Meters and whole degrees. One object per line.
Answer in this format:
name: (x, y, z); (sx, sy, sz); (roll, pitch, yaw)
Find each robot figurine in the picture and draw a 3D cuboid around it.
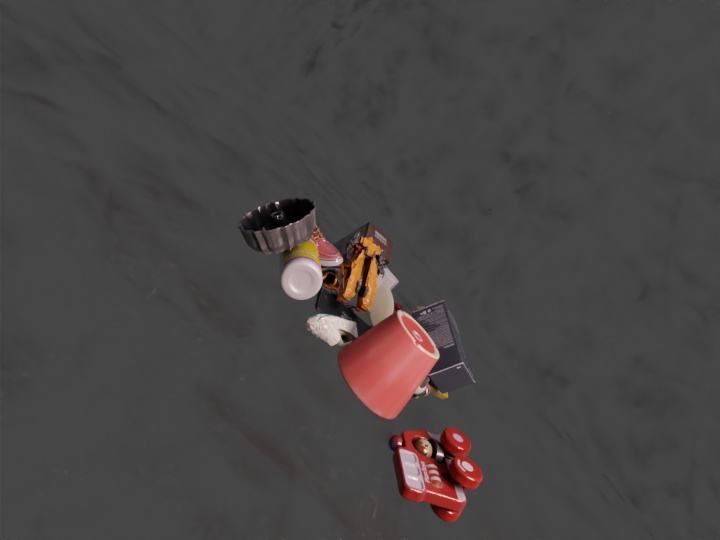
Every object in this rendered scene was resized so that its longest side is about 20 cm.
robot figurine: (0.000, 0.000, 1.418); (0.144, 0.057, 0.205); (31, 59, -33)

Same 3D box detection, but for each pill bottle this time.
pill bottle: (-0.151, -0.020, 1.306); (0.104, 0.104, 0.201); (39, 16, -25)

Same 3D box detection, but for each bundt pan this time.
bundt pan: (-0.195, -0.105, 1.282); (0.203, 0.196, 0.078); (-106, -178, -63)

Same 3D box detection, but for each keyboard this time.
keyboard: (-0.047, 0.127, 1.391); (0.199, 0.039, 0.105); (42, 37, -23)

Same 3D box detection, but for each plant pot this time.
plant pot: (0.073, 0.204, 1.204); (0.200, 0.177, 0.201); (42, 15, -14)

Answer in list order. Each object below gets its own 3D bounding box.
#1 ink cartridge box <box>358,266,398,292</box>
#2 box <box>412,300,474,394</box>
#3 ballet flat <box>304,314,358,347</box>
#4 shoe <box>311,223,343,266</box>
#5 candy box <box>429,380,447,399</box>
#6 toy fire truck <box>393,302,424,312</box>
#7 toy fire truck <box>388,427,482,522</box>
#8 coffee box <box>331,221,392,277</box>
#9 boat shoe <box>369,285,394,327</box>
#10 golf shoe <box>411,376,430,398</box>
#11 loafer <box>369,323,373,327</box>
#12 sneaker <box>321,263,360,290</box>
ink cartridge box: (0.018, 0.003, 1.727); (0.201, 0.116, 0.068); (48, 13, 11)
box: (0.235, 0.219, 1.489); (0.149, 0.105, 0.204); (54, 19, -50)
ballet flat: (-0.056, 0.144, 1.224); (0.072, 0.072, 0.199); (52, 15, 25)
shoe: (-0.128, -0.085, 1.432); (0.197, 0.093, 0.071); (24, 36, 34)
candy box: (0.197, 0.300, 1.536); (0.199, 0.026, 0.105); (37, 39, -45)
toy fire truck: (0.184, 0.167, 1.717); (0.200, 0.141, 0.049); (46, 14, 0)
toy fire truck: (0.139, 0.392, 1.057); (0.164, 0.114, 0.201); (23, 19, -14)
coffee box: (-0.011, -0.045, 1.573); (0.112, 0.198, 0.081); (38, 43, -30)
boat shoe: (0.068, 0.147, 1.445); (0.062, 0.069, 0.206); (38, 46, -62)
golf shoe: (0.134, 0.242, 1.418); (0.089, 0.076, 0.203); (58, 8, -48)
loafer: (0.077, 0.165, 1.565); (0.063, 0.071, 0.200); (52, 11, 5)
sneaker: (-0.071, 0.024, 1.504); (0.197, 0.079, 0.078); (18, 31, -44)
